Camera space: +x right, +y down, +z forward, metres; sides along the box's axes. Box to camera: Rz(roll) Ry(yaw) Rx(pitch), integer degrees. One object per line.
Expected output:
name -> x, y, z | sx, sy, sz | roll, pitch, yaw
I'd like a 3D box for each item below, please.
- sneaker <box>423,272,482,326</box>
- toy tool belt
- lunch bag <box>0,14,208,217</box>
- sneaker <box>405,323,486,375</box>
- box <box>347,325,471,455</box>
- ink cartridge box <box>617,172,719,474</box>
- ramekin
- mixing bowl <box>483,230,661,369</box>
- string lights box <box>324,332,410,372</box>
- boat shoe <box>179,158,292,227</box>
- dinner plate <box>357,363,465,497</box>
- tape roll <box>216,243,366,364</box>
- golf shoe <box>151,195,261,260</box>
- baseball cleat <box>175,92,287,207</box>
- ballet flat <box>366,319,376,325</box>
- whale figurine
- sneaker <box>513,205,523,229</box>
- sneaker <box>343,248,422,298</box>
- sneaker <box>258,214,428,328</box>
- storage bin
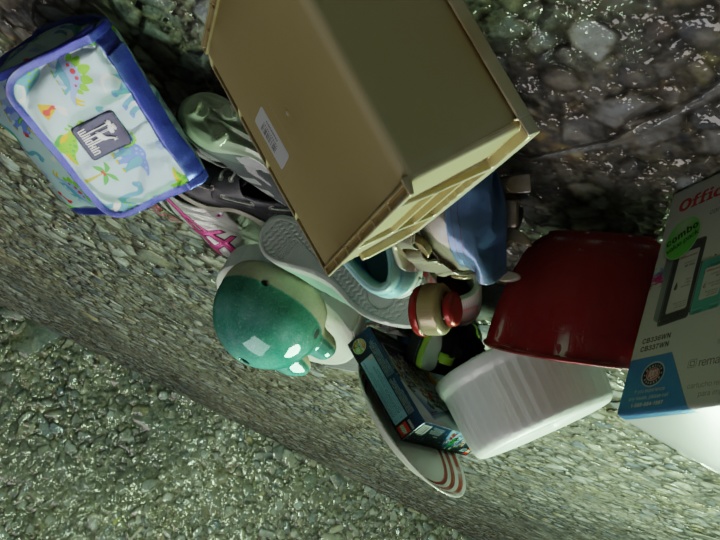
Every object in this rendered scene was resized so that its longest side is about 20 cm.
sneaker -> 0.052, 0.009, 0.893 | 0.196, 0.077, 0.105 | 13, 161, 5
toy tool belt -> 0.090, -0.039, 0.635 | 0.121, 0.125, 0.204 | -2, 106, 29
lunch bag -> -0.253, -0.148, 0.730 | 0.198, 0.128, 0.171 | 3, 137, 40
sneaker -> 0.128, 0.110, 0.964 | 0.082, 0.073, 0.199 | 22, -170, 27
box -> 0.074, 0.155, 0.940 | 0.199, 0.038, 0.137 | 32, -158, -56
ink cartridge box -> 0.307, 0.037, 0.541 | 0.144, 0.203, 0.147 | 28, 157, -12
ramekin -> 0.196, 0.142, 0.886 | 0.197, 0.099, 0.201 | -21, 160, -8
mixing bowl -> 0.212, 0.022, 0.680 | 0.196, 0.111, 0.200 | 4, -179, 0
string lights box -> 0.050, 0.126, 1.106 | 0.102, 0.060, 0.198 | 3, 171, 40
boat shoe -> -0.134, -0.101, 0.857 | 0.197, 0.073, 0.063 | 23, 138, -7
dinner plate -> 0.057, 0.191, 0.914 | 0.200, 0.024, 0.201 | 48, -169, -13
tape roll -> -0.087, 0.046, 0.948 | 0.200, 0.037, 0.204 | 21, 149, 13
golf shoe -> -0.176, -0.070, 0.940 | 0.198, 0.074, 0.092 | 29, 158, -16
baseball cleat -> -0.102, -0.118, 0.791 | 0.199, 0.070, 0.106 | 36, 169, -19
ballet flat -> -0.011, 0.046, 1.068 | 0.198, 0.074, 0.073 | -9, 144, 43
whale figurine -> -0.106, 0.078, 0.871 | 0.157, 0.105, 0.201 | 21, 149, 12
sneaker -> 0.069, -0.050, 0.751 | 0.198, 0.075, 0.079 | 2, 146, 42
sneaker -> -0.013, -0.063, 0.695 | 0.201, 0.074, 0.082 | 52, -165, 9
sneaker -> 0.000, -0.001, 0.797 | 0.198, 0.075, 0.118 | 26, -177, 18
storage bin -> -0.013, -0.120, 0.503 | 0.202, 0.093, 0.198 | 60, 157, 4
